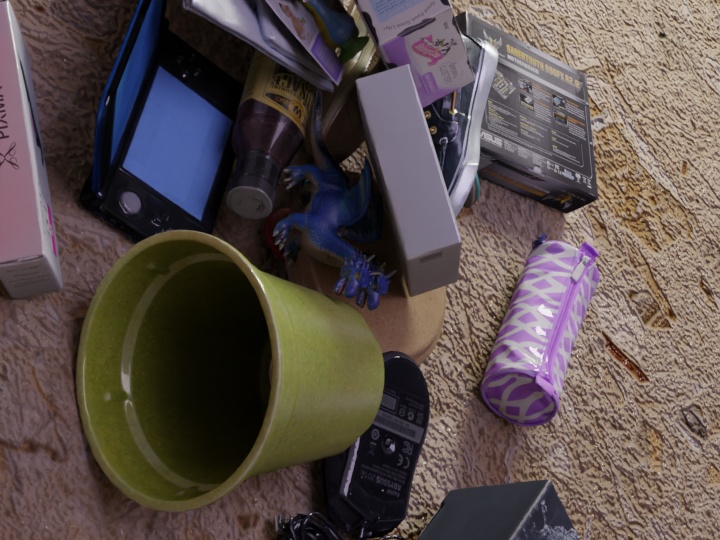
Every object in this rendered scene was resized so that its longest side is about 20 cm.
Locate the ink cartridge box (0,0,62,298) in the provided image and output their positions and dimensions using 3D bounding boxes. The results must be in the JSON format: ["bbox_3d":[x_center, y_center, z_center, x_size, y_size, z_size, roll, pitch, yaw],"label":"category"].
[{"bbox_3d":[-0.255,-0.099,1.058,0.043,0.174,0.202,-9,76,-7],"label":"ink cartridge box"}]

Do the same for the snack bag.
[{"bbox_3d":[-0.095,-0.263,1.254,0.199,0.021,0.190,24,46,-51],"label":"snack bag"}]

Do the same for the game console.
[{"bbox_3d":[-0.146,-0.134,1.210,0.170,0.118,0.201,35,51,-28],"label":"game console"}]

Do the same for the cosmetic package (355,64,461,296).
[{"bbox_3d":[0.041,-0.070,1.258,0.200,0.051,0.152,75,-3,-81],"label":"cosmetic package"}]

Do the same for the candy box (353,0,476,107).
[{"bbox_3d":[0.020,-0.261,1.303,0.201,0.071,0.168,64,4,17],"label":"candy box"}]

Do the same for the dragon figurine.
[{"bbox_3d":[-0.012,-0.055,1.227,0.059,0.098,0.201,66,28,-54],"label":"dragon figurine"}]

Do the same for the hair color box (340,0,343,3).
[{"bbox_3d":[-0.107,-0.287,1.361,0.200,0.060,0.101,41,48,-24],"label":"hair color box"}]

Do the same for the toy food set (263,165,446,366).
[{"bbox_3d":[0.000,0.000,1.345,0.197,0.048,0.202,2,71,-44],"label":"toy food set"}]

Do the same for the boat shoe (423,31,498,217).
[{"bbox_3d":[0.063,-0.139,1.396,0.090,0.071,0.202,21,67,-21],"label":"boat shoe"}]

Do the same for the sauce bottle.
[{"bbox_3d":[-0.075,-0.130,1.284,0.066,0.066,0.201,35,45,-29],"label":"sauce bottle"}]

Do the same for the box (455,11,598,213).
[{"bbox_3d":[0.166,-0.165,1.584,0.199,0.048,0.160,19,59,-39],"label":"box"}]

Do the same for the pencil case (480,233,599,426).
[{"bbox_3d":[0.183,0.059,1.472,0.084,0.085,0.201,41,48,-21],"label":"pencil case"}]

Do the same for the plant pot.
[{"bbox_3d":[-0.084,0.079,1.143,0.184,0.199,0.202,8,66,-55],"label":"plant pot"}]

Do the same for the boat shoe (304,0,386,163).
[{"bbox_3d":[-0.013,-0.184,1.407,0.072,0.064,0.201,68,41,-56],"label":"boat shoe"}]

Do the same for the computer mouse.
[{"bbox_3d":[-0.001,0.164,1.269,0.138,0.052,0.202,31,66,-34],"label":"computer mouse"}]

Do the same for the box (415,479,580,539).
[{"bbox_3d":[0.115,0.316,1.243,0.197,0.117,0.201,-46,114,-45],"label":"box"}]

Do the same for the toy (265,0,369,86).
[{"bbox_3d":[-0.057,-0.262,1.246,0.200,0.047,0.115,53,27,-21],"label":"toy"}]

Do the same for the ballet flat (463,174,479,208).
[{"bbox_3d":[0.058,-0.151,1.473,0.063,0.067,0.202,-14,80,-19],"label":"ballet flat"}]
